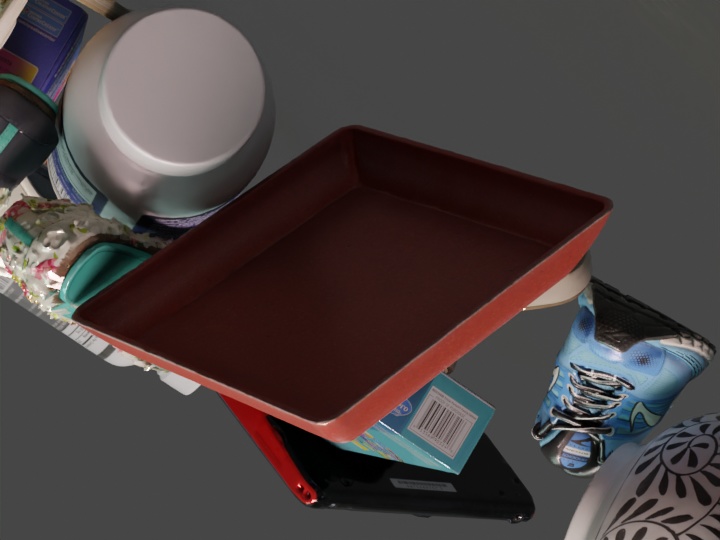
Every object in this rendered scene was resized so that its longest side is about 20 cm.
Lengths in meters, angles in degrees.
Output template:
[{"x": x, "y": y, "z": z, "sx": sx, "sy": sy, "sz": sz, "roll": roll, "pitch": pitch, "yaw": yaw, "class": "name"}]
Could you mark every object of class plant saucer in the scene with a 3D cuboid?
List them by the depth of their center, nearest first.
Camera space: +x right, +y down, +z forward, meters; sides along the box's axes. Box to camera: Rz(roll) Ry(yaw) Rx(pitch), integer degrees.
[{"x": -0.007, "y": 0.008, "z": 1.240, "sx": 0.200, "sy": 0.200, "sz": 0.037, "roll": 19, "pitch": 135, "yaw": 46, "class": "plant saucer"}]

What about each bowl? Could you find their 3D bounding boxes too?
[{"x": 0.167, "y": 0.150, "z": 1.347, "sx": 0.094, "sy": 0.201, "sz": 0.201, "roll": 25, "pitch": 166, "yaw": 23, "class": "bowl"}]

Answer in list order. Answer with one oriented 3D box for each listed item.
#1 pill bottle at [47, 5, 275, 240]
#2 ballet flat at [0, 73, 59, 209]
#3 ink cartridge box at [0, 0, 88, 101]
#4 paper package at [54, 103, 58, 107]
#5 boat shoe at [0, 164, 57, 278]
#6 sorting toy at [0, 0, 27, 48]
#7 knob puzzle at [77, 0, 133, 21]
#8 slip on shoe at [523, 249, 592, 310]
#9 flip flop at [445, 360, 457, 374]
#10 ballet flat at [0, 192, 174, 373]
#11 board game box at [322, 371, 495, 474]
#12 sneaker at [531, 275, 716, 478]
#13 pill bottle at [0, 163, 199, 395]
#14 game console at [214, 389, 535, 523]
[{"x": -0.105, "y": -0.077, "z": 1.339, "sx": 0.111, "sy": 0.111, "sz": 0.200, "roll": 33, "pitch": 168, "yaw": -5, "class": "pill bottle"}, {"x": -0.210, "y": -0.062, "z": 1.368, "sx": 0.073, "sy": 0.073, "sz": 0.200, "roll": 35, "pitch": 168, "yaw": -12, "class": "ballet flat"}, {"x": -0.234, "y": -0.141, "z": 1.453, "sx": 0.136, "sy": 0.076, "sz": 0.200, "roll": 30, "pitch": 170, "yaw": -5, "class": "ink cartridge box"}, {"x": -0.319, "y": -0.086, "z": 1.641, "sx": 0.103, "sy": 0.191, "sz": 0.200, "roll": 22, "pitch": 166, "yaw": 39, "class": "paper package"}, {"x": -0.208, "y": -0.033, "z": 1.543, "sx": 0.200, "sy": 0.073, "sz": 0.062, "roll": 27, "pitch": -171, "yaw": -17, "class": "boat shoe"}, {"x": -0.289, "y": -0.117, "z": 1.302, "sx": 0.200, "sy": 0.180, "sz": 0.107, "roll": 31, "pitch": -178, "yaw": 1, "class": "sorting toy"}, {"x": -0.196, "y": -0.185, "z": 1.321, "sx": 0.220, "sy": 0.030, "sz": 0.220, "roll": 30, "pitch": -179, "yaw": -1, "class": "knob puzzle"}, {"x": 0.029, "y": 0.009, "z": 1.318, "sx": 0.200, "sy": 0.076, "sz": 0.061, "roll": -2, "pitch": 124, "yaw": 24, "class": "slip on shoe"}, {"x": -0.023, "y": 0.018, "z": 1.658, "sx": 0.200, "sy": 0.058, "sz": 0.081, "roll": 20, "pitch": 163, "yaw": -19, "class": "flip flop"}, {"x": -0.130, "y": 0.001, "z": 1.334, "sx": 0.064, "sy": 0.076, "sz": 0.200, "roll": 35, "pitch": 177, "yaw": 24, "class": "ballet flat"}, {"x": -0.027, "y": 0.054, "z": 1.493, "sx": 0.151, "sy": 0.047, "sz": 0.200, "roll": 35, "pitch": 169, "yaw": -17, "class": "board game box"}, {"x": 0.137, "y": 0.070, "z": 1.373, "sx": 0.078, "sy": 0.090, "sz": 0.200, "roll": 29, "pitch": 166, "yaw": 13, "class": "sneaker"}, {"x": -0.181, "y": -0.003, "z": 1.804, "sx": 0.200, "sy": 0.116, "sz": 0.116, "roll": 34, "pitch": 168, "yaw": -10, "class": "pill bottle"}, {"x": 0.002, "y": 0.104, "z": 1.674, "sx": 0.200, "sy": 0.031, "sz": 0.177, "roll": 7, "pitch": -146, "yaw": -39, "class": "game console"}]
